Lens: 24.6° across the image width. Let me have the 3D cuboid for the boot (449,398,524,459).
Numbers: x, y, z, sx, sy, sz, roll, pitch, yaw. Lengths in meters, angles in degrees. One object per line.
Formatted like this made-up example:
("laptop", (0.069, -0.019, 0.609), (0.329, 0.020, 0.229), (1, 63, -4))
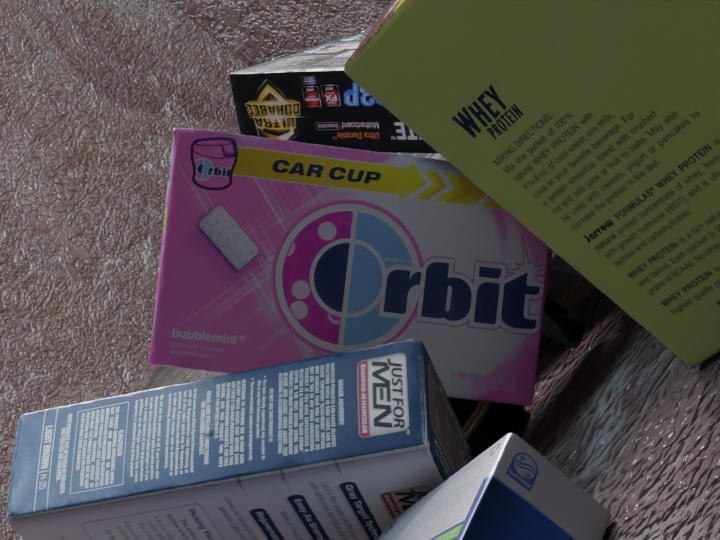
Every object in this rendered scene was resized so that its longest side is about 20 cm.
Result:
("boot", (-0.015, 0.082, 0.935), (0.200, 0.138, 0.078), (-45, 9, 42))

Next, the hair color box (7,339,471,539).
("hair color box", (-0.053, 0.100, 0.777), (0.199, 0.100, 0.061), (-11, 51, 12))

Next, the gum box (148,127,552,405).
("gum box", (0.000, 0.000, 0.818), (0.066, 0.199, 0.114), (176, 101, -84))

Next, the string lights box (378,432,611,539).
("string lights box", (0.019, 0.167, 0.635), (0.103, 0.059, 0.200), (-44, 10, 45))

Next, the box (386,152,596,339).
("box", (0.099, -0.058, 0.957), (0.200, 0.048, 0.159), (-48, 46, 28))

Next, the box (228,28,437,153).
("box", (0.053, -0.103, 0.860), (0.199, 0.046, 0.158), (4, 21, 46))

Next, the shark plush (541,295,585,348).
("shark plush", (0.039, -0.003, 0.921), (0.091, 0.199, 0.084), (-62, -32, -36))

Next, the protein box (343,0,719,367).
("protein box", (0.141, -0.105, 0.661), (0.198, 0.200, 0.135), (-42, 12, 50))
